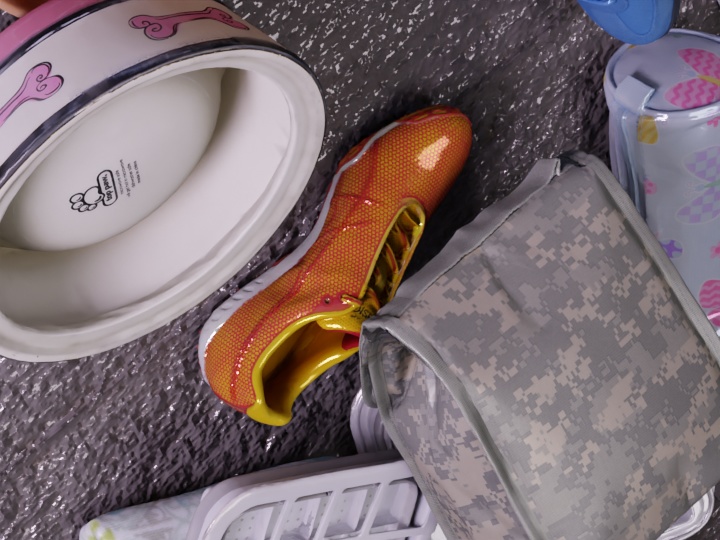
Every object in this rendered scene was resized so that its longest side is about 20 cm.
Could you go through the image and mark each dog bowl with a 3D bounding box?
[{"bbox_3d":[-0.117,-0.052,1.325,0.200,0.074,0.200,-29,151,-18],"label":"dog bowl"}]

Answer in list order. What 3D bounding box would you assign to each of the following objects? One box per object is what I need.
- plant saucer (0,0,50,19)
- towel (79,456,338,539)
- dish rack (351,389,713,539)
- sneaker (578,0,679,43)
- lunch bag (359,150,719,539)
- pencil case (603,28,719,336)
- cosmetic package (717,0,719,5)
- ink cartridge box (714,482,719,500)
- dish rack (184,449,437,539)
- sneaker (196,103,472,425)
[{"bbox_3d":[-0.112,-0.205,1.268,0.200,0.032,0.201,-28,137,-29],"label":"plant saucer"},{"bbox_3d":[-0.092,0.206,1.614,0.171,0.048,0.201,-15,130,-39],"label":"towel"},{"bbox_3d":[0.107,0.113,1.645,0.199,0.044,0.172,-21,112,-8],"label":"dish rack"},{"bbox_3d":[0.106,-0.172,1.467,0.079,0.066,0.200,-63,144,-25],"label":"sneaker"},{"bbox_3d":[0.098,0.055,1.521,0.164,0.117,0.200,-39,114,-24],"label":"lunch bag"},{"bbox_3d":[0.184,-0.045,1.661,0.090,0.083,0.201,-19,134,-16],"label":"pencil case"},{"bbox_3d":[0.247,-0.193,1.613,0.102,0.074,0.200,-45,144,-7],"label":"cosmetic package"},{"bbox_3d":[0.278,0.091,1.764,0.144,0.200,0.085,-16,140,-37],"label":"ink cartridge box"},{"bbox_3d":[-0.046,0.183,1.571,0.171,0.044,0.201,-7,125,-40],"label":"dish rack"},{"bbox_3d":[0.000,0.000,1.515,0.200,0.077,0.073,-53,141,-1],"label":"sneaker"}]
